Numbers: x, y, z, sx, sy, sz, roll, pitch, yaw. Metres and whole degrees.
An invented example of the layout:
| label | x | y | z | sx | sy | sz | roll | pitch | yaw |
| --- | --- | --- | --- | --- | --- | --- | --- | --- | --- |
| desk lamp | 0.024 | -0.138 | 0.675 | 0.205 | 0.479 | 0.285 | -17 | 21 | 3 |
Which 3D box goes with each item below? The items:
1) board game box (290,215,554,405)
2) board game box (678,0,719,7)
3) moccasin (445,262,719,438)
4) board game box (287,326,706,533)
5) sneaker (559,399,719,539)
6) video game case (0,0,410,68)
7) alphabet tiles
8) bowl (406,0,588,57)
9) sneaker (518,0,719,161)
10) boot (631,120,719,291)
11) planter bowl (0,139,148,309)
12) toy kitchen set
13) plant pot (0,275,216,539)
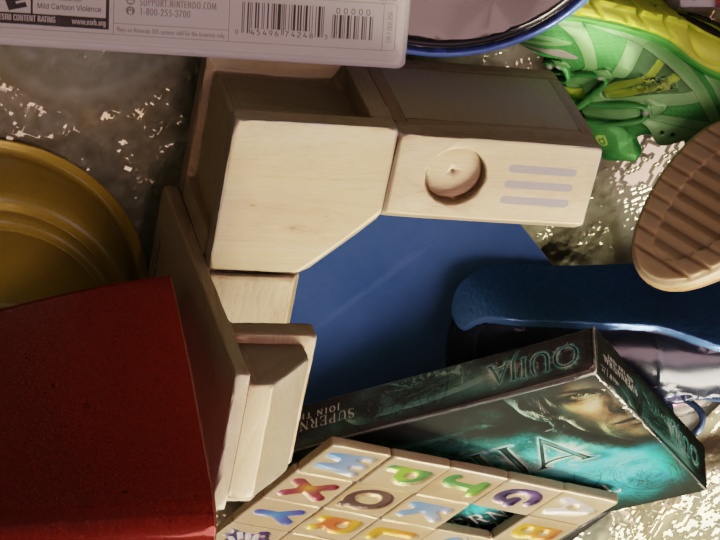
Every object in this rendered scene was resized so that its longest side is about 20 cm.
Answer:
| label | x | y | z | sx | sy | sz | roll | pitch | yaw |
| --- | --- | --- | --- | --- | --- | --- | --- | --- | --- |
| board game box | 0.000 | 0.000 | 1.371 | 0.158 | 0.039 | 0.200 | -36 | 124 | 7 |
| board game box | 0.213 | -0.222 | 1.290 | 0.134 | 0.045 | 0.201 | 1 | 123 | 14 |
| moccasin | 0.135 | 0.038 | 1.381 | 0.199 | 0.081 | 0.068 | 8 | 124 | -13 |
| board game box | 0.055 | 0.092 | 1.367 | 0.199 | 0.028 | 0.135 | -16 | 145 | 25 |
| sneaker | 0.149 | 0.076 | 1.469 | 0.200 | 0.079 | 0.095 | -40 | 148 | 3 |
| video game case | -0.073 | -0.181 | 1.198 | 0.199 | 0.022 | 0.183 | 4 | 116 | 0 |
| alphabet tiles | 0.007 | 0.139 | 1.400 | 0.166 | 0.008 | 0.200 | 13 | 147 | -28 |
| bowl | 0.038 | -0.190 | 1.232 | 0.199 | 0.039 | 0.202 | 0 | 112 | 0 |
| sneaker | 0.126 | -0.096 | 1.346 | 0.199 | 0.074 | 0.084 | 21 | 104 | -32 |
| boot | 0.223 | -0.033 | 1.387 | 0.200 | 0.072 | 0.167 | -41 | 154 | -9 |
| planter bowl | -0.183 | 0.045 | 1.288 | 0.199 | 0.084 | 0.201 | -10 | 121 | -17 |
| toy kitchen set | 0.007 | 0.026 | 1.263 | 0.179 | 0.163 | 0.201 | 3 | 120 | -17 |
| plant pot | -0.163 | 0.134 | 1.189 | 0.175 | 0.200 | 0.201 | 0 | 119 | -10 |
